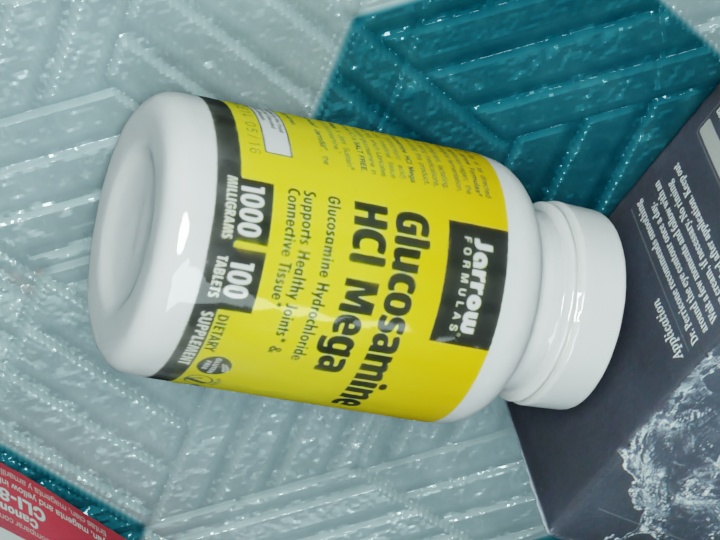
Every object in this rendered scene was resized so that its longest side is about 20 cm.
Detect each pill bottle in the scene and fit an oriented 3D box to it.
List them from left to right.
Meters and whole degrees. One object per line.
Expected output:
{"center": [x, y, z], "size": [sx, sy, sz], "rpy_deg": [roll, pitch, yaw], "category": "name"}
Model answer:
{"center": [0.000, 0.000, 0.924], "size": [0.199, 0.113, 0.113], "rpy_deg": [10, 127, -21], "category": "pill bottle"}

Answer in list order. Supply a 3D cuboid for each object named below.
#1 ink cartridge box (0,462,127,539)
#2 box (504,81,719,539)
{"center": [-0.161, 0.219, 1.015], "size": [0.145, 0.200, 0.145], "rpy_deg": [-37, 128, 18], "category": "ink cartridge box"}
{"center": [0.199, 0.038, 1.003], "size": [0.196, 0.118, 0.200], "rpy_deg": [20, 124, -28], "category": "box"}
